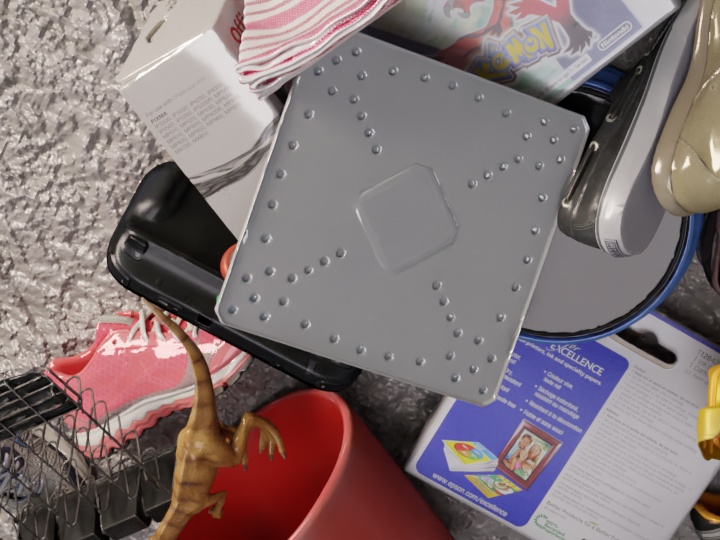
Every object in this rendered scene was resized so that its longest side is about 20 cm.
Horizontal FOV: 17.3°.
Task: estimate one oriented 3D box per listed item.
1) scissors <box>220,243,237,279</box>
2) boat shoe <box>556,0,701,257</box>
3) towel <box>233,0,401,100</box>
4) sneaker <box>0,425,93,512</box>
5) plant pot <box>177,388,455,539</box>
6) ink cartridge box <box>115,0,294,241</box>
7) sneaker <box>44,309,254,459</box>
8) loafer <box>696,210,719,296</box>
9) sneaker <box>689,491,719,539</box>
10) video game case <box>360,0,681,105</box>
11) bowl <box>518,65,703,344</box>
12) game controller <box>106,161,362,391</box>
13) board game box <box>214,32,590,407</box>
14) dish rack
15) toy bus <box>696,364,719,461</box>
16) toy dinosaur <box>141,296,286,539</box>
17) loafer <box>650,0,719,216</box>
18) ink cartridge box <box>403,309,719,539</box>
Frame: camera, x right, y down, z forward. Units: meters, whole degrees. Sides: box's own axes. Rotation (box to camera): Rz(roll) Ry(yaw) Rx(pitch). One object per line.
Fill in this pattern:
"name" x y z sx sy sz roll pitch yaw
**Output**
"scissors" 0.000 0.000 1.658 0.200 0.073 0.014 -10 158 -23
"boat shoe" 0.186 -0.103 1.536 0.057 0.200 0.069 14 161 36
"towel" -0.017 -0.201 1.484 0.146 0.200 0.030 -34 120 21
"sneaker" -0.283 0.138 1.768 0.200 0.085 0.077 43 116 -14
"plant pot" -0.023 0.215 1.718 0.200 0.201 0.177 -36 116 24
"ink cartridge box" -0.058 -0.094 1.575 0.083 0.147 0.200 -31 111 21
"sneaker" -0.149 0.060 1.713 0.200 0.074 0.087 -32 106 22
"loafer" 0.274 -0.071 1.582 0.072 0.063 0.200 14 119 0
"sneaker" 0.321 0.154 1.689 0.200 0.078 0.077 -39 97 23
"video game case" 0.076 -0.183 1.548 0.200 0.023 0.182 -38 93 20
"bowl" 0.133 -0.044 1.611 0.200 0.039 0.201 2 106 7
"game controller" -0.076 0.003 1.662 0.200 0.104 0.042 29 149 -7
"board game box" 0.026 -0.035 1.514 0.200 0.026 0.200 18 93 -20
"dish rack" -0.227 0.133 1.680 0.153 0.055 0.200 -25 133 18
"toy bus" 0.326 0.042 1.594 0.200 0.136 0.192 -5 79 16
"toy dinosaur" -0.108 0.117 1.650 0.060 0.106 0.200 20 108 39
"loafer" 0.248 -0.124 1.504 0.068 0.076 0.200 12 79 37
"ink cartridge box" 0.164 0.106 1.700 0.197 0.047 0.200 30 106 -6
